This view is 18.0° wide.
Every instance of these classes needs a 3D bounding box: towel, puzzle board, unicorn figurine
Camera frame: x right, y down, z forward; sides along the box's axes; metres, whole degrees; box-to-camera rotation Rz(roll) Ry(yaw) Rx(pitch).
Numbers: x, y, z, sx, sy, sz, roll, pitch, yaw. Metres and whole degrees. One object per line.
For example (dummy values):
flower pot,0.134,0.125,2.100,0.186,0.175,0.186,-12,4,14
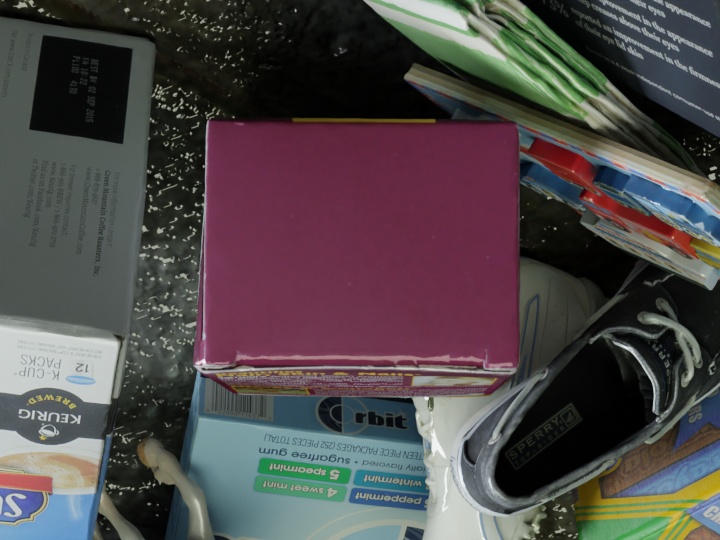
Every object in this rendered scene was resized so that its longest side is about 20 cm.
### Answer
towel,0.087,-0.072,0.973,0.199,0.152,0.023,34,89,-27
puzzle board,0.121,-0.024,0.972,0.150,0.200,0.017,35,86,-39
unicorn figurine,-0.101,0.162,1.149,0.074,0.138,0.200,-29,171,-20

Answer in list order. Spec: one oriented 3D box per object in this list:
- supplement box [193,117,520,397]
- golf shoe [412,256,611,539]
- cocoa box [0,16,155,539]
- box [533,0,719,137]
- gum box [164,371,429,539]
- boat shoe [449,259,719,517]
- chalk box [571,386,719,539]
supplement box,0.000,0.000,0.980,0.130,0.104,0.200,1,175,0
golf shoe,0.051,0.086,1.104,0.097,0.078,0.201,30,81,-11
cocoa box,-0.164,0.000,0.980,0.132,0.201,0.132,8,131,-8
box,0.121,-0.165,0.859,0.104,0.148,0.201,-37,130,-14
gum box,-0.018,0.144,1.212,0.168,0.045,0.201,8,131,-8
boat shoe,0.128,0.042,1.049,0.199,0.068,0.072,-35,92,-12
chalk box,0.216,0.090,1.118,0.199,0.124,0.124,-31,125,24
